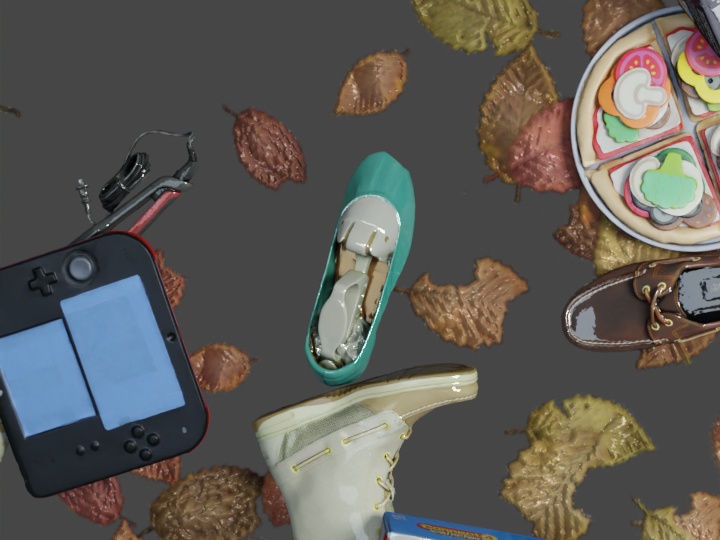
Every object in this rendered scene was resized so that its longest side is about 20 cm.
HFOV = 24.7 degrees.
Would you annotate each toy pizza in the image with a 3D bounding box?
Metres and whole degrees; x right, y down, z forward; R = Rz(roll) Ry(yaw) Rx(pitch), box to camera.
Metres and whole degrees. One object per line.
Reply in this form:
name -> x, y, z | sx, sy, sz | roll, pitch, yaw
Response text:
toy pizza -> 0.269, -0.117, 1.331 | 0.197, 0.032, 0.203 | 0, 87, 10

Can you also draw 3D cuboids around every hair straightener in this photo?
hair straightener -> -0.216, -0.054, 1.412 | 0.200, 0.041, 0.077 | -45, 84, 12

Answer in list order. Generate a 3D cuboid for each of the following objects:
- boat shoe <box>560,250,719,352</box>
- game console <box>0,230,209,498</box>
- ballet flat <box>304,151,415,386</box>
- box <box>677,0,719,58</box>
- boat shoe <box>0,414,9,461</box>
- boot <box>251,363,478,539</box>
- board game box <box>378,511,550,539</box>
boat shoe -> 0.257, 0.021, 1.325 | 0.198, 0.070, 0.071 | -16, 89, 10
game console -> -0.234, 0.079, 1.399 | 0.175, 0.031, 0.202 | -18, 99, 1
ballet flat -> 0.000, 0.000, 1.365 | 0.067, 0.070, 0.203 | 15, 93, 9
box -> 0.327, -0.275, 1.257 | 0.199, 0.132, 0.115 | -34, 52, 8
boat shoe -> -0.400, 0.119, 1.434 | 0.198, 0.073, 0.064 | 22, 87, 5
boot -> 0.020, 0.168, 1.365 | 0.198, 0.072, 0.157 | -17, 88, 14
board game box -> 0.096, 0.312, 1.329 | 0.197, 0.056, 0.198 | 11, 99, -7
